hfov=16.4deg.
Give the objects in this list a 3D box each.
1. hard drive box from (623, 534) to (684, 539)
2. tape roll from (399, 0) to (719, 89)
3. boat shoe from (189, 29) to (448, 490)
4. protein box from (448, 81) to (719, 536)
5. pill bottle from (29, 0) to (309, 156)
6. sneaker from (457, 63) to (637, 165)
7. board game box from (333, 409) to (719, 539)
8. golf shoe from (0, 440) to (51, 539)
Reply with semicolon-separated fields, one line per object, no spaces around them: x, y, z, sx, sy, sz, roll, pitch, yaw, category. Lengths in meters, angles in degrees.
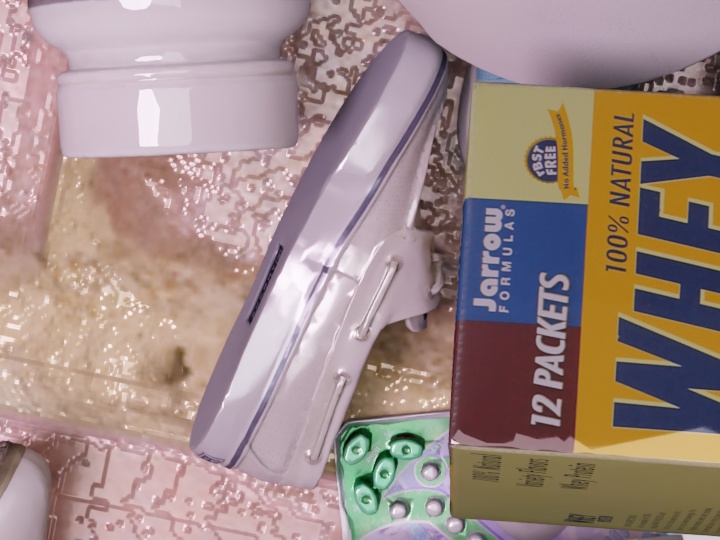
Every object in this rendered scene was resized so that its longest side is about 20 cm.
0.069;0.221;1.017;0.156;0.077;0.200;-6;105;1;hard drive box
0.077;-0.187;0.943;0.203;0.139;0.203;-12;60;23;tape roll
0.000;0.000;1.042;0.070;0.071;0.200;24;95;-13;boat shoe
0.137;0.024;0.957;0.200;0.199;0.135;4;77;3;protein box
-0.078;-0.147;0.999;0.114;0.114;0.200;-4;94;1;pill bottle
0.103;-0.119;1.023;0.074;0.082;0.200;30;94;-1;sneaker
0.096;0.156;1.070;0.200;0.026;0.200;-5;94;1;board game box
-0.152;0.168;1.054;0.092;0.073;0.200;14;104;-7;golf shoe
